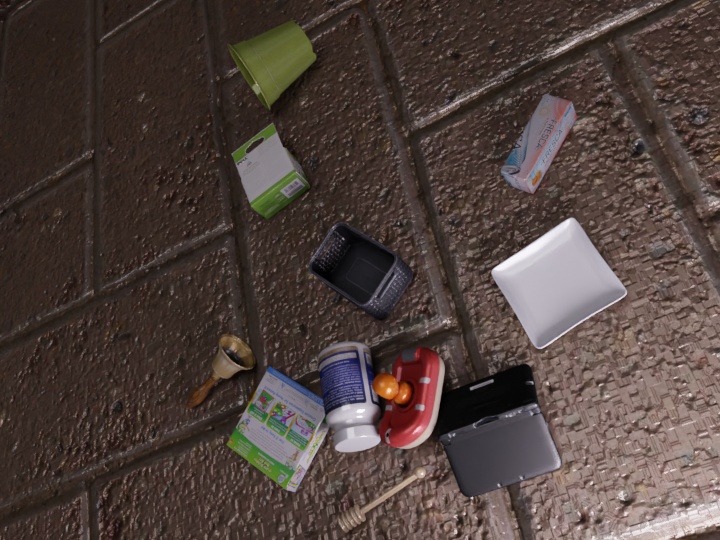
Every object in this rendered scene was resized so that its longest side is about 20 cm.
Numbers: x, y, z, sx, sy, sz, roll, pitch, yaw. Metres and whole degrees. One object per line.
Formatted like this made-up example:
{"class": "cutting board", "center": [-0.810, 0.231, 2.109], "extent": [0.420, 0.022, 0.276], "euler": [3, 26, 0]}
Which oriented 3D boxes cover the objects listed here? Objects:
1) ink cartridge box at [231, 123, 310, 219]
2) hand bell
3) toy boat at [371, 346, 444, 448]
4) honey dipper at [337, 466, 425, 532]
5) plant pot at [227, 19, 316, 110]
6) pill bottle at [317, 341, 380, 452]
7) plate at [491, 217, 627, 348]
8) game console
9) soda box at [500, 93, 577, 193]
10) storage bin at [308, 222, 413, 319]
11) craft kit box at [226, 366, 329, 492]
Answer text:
{"class": "ink cartridge box", "center": [-0.233, -0.259, 1.883], "extent": [0.147, 0.076, 0.201], "euler": [-34, 54, 12]}
{"class": "hand bell", "center": [-0.345, 0.255, 1.717], "extent": [0.200, 0.104, 0.105], "euler": [-48, 52, 18]}
{"class": "toy boat", "center": [0.077, 0.239, 1.421], "extent": [0.130, 0.130, 0.203], "euler": [-17, 55, 53]}
{"class": "honey dipper", "center": [0.043, 0.441, 1.421], "extent": [0.199, 0.038, 0.038], "euler": [-36, 55, 9]}
{"class": "plant pot", "center": [-0.225, -0.570, 1.975], "extent": [0.189, 0.201, 0.201], "euler": [-34, 54, -5]}
{"class": "pill bottle", "center": [-0.021, 0.258, 1.494], "extent": [0.114, 0.116, 0.202], "euler": [-22, 58, 19]}
{"class": "plate", "center": [0.382, 0.026, 1.424], "extent": [0.199, 0.032, 0.201], "euler": [-34, 56, 12]}
{"class": "game console", "center": [0.256, 0.298, 1.378], "extent": [0.198, 0.117, 0.177], "euler": [-24, 28, 18]}
{"class": "soda box", "center": [0.377, -0.268, 1.546], "extent": [0.068, 0.064, 0.202], "euler": [26, 81, 35]}
{"class": "storage bin", "center": [0.000, 0.000, 1.618], "extent": [0.199, 0.094, 0.136], "euler": [32, 85, 35]}
{"class": "craft kit box", "center": [-0.170, 0.340, 1.587], "extent": [0.199, 0.049, 0.199], "euler": [25, 79, 36]}
